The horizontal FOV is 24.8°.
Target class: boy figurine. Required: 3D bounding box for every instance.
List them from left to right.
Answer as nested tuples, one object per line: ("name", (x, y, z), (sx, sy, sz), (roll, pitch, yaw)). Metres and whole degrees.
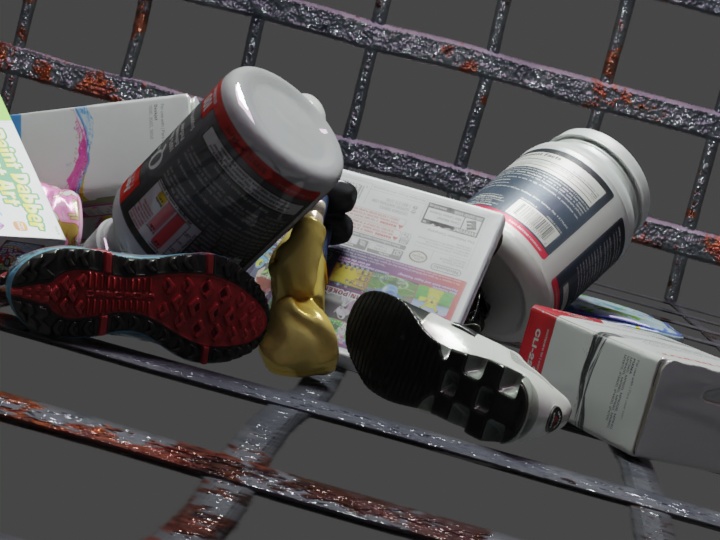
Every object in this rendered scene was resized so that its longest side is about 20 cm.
("boy figurine", (-0.040, 0.004, 1.282), (0.064, 0.125, 0.200), (7, 37, -1))

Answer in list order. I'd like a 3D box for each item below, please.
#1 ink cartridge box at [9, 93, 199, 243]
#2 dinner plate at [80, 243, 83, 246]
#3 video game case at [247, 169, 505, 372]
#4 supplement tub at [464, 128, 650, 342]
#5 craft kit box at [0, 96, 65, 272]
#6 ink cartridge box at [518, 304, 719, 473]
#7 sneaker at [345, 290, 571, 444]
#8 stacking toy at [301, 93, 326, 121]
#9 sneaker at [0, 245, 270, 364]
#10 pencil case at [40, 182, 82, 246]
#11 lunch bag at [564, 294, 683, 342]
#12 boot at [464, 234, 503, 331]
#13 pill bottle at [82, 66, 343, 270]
("ink cartridge box", (-0.230, -0.086, 1.468), (0.199, 0.085, 0.145), (-7, -16, 5))
("dinner plate", (-0.247, -0.027, 1.624), (0.199, 0.024, 0.200), (10, 6, -1))
("video game case", (0.000, 0.000, 1.380), (0.199, 0.183, 0.023), (17, -33, 15))
("supplement tub", (0.175, -0.036, 1.583), (0.140, 0.141, 0.200), (19, 44, 39))
("craft kit box", (-0.347, -0.084, 1.244), (0.197, 0.049, 0.200), (4, 45, -43))
("ink cartridge box", (0.240, 0.100, 1.370), (0.144, 0.084, 0.200), (13, 4, -26))
("sneaker", (0.073, 0.078, 1.238), (0.200, 0.074, 0.088), (32, 15, 39))
("stacking toy", (-0.076, -0.090, 1.701), (0.145, 0.201, 0.146), (8, -13, 2))
("sneaker", (-0.163, 0.013, 1.191), (0.199, 0.080, 0.095), (13, 4, -26))
("pencil case", (-0.322, -0.043, 1.325), (0.199, 0.087, 0.083), (10, -12, -33))
("lunch bag", (0.249, 0.074, 1.687), (0.160, 0.083, 0.200), (13, 5, 3))
("boot", (0.096, 0.016, 1.501), (0.097, 0.075, 0.200), (37, -33, -12))
("pill bottle", (-0.117, -0.051, 1.250), (0.116, 0.200, 0.116), (37, 28, -23))
